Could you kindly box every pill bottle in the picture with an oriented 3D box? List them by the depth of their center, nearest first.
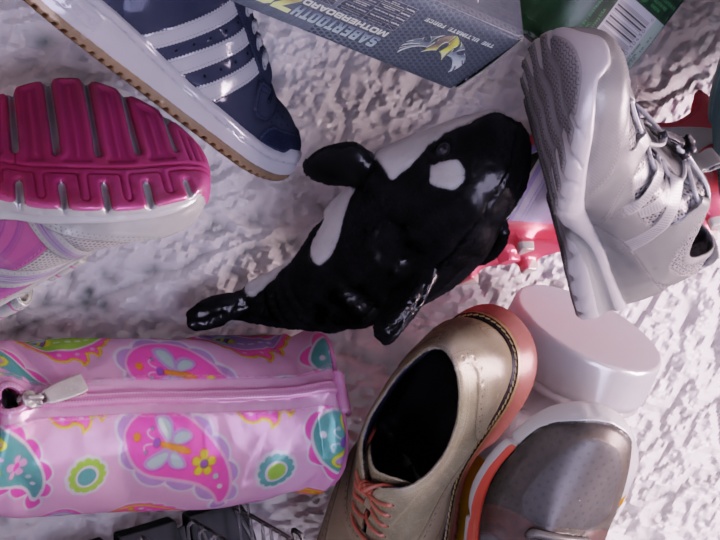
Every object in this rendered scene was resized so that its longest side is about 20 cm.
[{"bbox_3d":[0.075,0.113,1.403,0.111,0.111,0.201,12,114,-32],"label":"pill bottle"}]

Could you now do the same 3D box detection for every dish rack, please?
[{"bbox_3d":[-0.099,0.157,1.301,0.153,0.200,0.055,-17,97,-15],"label":"dish rack"}]

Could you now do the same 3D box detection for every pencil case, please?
[{"bbox_3d":[-0.104,0.072,1.305,0.199,0.087,0.088,0,120,-27],"label":"pencil case"}]

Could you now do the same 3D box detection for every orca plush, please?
[{"bbox_3d":[0.000,0.000,1.263,0.199,0.071,0.105,-20,135,28],"label":"orca plush"}]

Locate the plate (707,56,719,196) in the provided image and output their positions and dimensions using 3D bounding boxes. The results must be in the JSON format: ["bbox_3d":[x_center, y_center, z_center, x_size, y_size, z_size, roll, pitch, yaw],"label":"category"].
[{"bbox_3d":[0.202,-0.129,1.299,0.201,0.025,0.200,-60,165,-28],"label":"plate"}]

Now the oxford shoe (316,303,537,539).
[{"bbox_3d":[0.012,0.105,1.331,0.075,0.070,0.201,-12,131,-58],"label":"oxford shoe"}]

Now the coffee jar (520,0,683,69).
[{"bbox_3d":[0.137,-0.185,1.247,0.200,0.104,0.085,-48,136,7],"label":"coffee jar"}]

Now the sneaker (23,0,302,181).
[{"bbox_3d":[-0.067,-0.124,1.209,0.109,0.070,0.200,-52,135,0],"label":"sneaker"}]

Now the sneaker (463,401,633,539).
[{"bbox_3d":[0.082,0.159,1.315,0.077,0.082,0.201,16,113,-25],"label":"sneaker"}]

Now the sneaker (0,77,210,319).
[{"bbox_3d":[-0.162,-0.024,1.210,0.199,0.082,0.088,-5,137,5],"label":"sneaker"}]

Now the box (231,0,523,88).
[{"bbox_3d":[-0.026,-0.179,1.138,0.199,0.158,0.051,18,143,-34],"label":"box"}]

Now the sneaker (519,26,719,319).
[{"bbox_3d":[0.121,-0.052,1.232,0.082,0.075,0.200,-14,153,3],"label":"sneaker"}]

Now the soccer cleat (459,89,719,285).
[{"bbox_3d":[0.090,-0.042,1.352,0.199,0.077,0.067,-7,164,-8],"label":"soccer cleat"}]
